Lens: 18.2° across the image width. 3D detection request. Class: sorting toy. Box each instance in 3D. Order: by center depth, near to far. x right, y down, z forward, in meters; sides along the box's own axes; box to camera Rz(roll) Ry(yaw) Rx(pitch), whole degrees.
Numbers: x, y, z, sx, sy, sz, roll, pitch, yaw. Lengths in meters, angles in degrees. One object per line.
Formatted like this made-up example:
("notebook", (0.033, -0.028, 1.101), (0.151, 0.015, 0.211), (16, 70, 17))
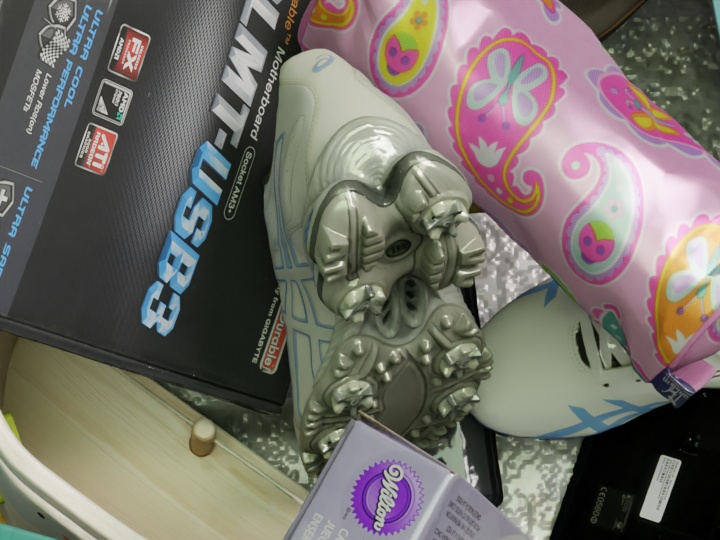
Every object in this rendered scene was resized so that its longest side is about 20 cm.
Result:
("sorting toy", (-0.088, 0.088, 0.844), (0.199, 0.180, 0.107), (35, 80, 6))

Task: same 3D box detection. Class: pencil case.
("pencil case", (0.069, -0.045, 0.820), (0.087, 0.087, 0.200), (-44, 80, -8))

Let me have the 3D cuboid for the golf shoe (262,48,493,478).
("golf shoe", (0.000, 0.000, 0.843), (0.078, 0.201, 0.098), (-17, 55, -17))

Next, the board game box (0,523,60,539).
("board game box", (-0.126, 0.184, 0.726), (0.151, 0.045, 0.202), (12, 76, 20))

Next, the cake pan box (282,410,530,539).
("cake pan box", (0.000, 0.167, 0.826), (0.052, 0.200, 0.185), (28, 80, 26))

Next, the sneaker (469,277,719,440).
("sneaker", (0.131, 0.016, 0.880), (0.198, 0.072, 0.073), (-16, 73, 10))

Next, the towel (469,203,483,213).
("towel", (-0.022, -0.089, 0.934), (0.198, 0.023, 0.145), (-4, 81, 15))

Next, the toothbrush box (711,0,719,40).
("toothbrush box", (0.198, -0.130, 0.897), (0.085, 0.146, 0.202), (-15, 79, 29))

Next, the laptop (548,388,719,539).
("laptop", (0.192, 0.114, 0.928), (0.199, 0.103, 0.179), (15, 77, 29))

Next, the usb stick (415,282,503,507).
("usb stick", (0.021, 0.009, 0.935), (0.055, 0.033, 0.202), (-7, 80, 0))

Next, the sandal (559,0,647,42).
("sandal", (0.098, -0.132, 0.845), (0.199, 0.054, 0.083), (-13, 79, 36))

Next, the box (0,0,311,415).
("box", (-0.075, -0.064, 0.831), (0.049, 0.198, 0.202), (16, 85, 42))
